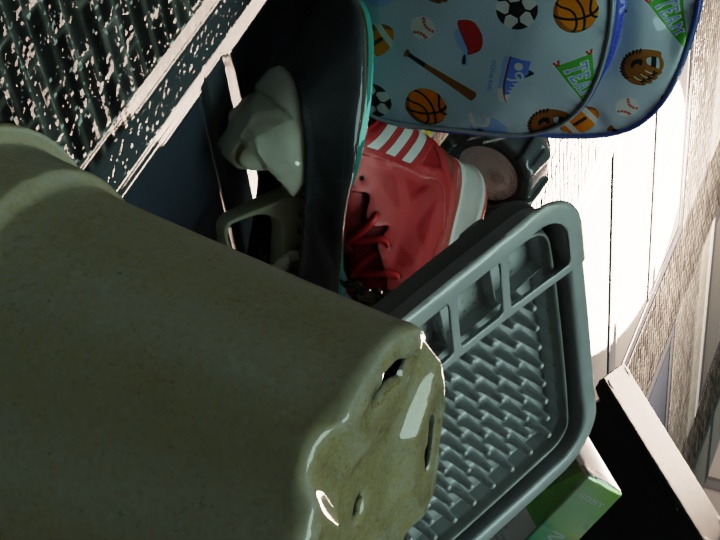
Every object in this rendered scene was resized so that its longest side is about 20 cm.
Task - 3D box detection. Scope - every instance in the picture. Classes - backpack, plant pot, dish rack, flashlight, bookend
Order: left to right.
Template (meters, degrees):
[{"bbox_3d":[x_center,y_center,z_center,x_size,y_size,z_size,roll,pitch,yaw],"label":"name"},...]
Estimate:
[{"bbox_3d":[-0.075,0.063,0.588,0.200,0.183,0.201,15,90,-71],"label":"plant pot"},{"bbox_3d":[0.043,0.065,0.796,0.172,0.044,0.200,-39,140,-23],"label":"dish rack"},{"bbox_3d":[0.083,-0.154,0.824,0.154,0.190,0.200,-79,173,-57],"label":"backpack"},{"bbox_3d":[0.114,-0.107,1.024,0.200,0.068,0.068,-51,146,-46],"label":"flashlight"},{"bbox_3d":[0.234,0.236,1.647,0.200,0.199,0.092,-35,173,22],"label":"bookend"}]

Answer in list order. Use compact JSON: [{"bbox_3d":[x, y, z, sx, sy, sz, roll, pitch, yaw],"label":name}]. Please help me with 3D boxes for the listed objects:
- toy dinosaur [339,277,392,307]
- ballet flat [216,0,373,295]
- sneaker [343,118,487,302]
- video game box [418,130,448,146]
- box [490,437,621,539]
[{"bbox_3d":[-0.021,0.049,0.783,0.200,0.047,0.088,-21,125,-33],"label":"toy dinosaur"},{"bbox_3d":[-0.037,-0.039,0.791,0.073,0.073,0.201,-36,137,-60],"label":"ballet flat"},{"bbox_3d":[0.000,0.000,0.879,0.115,0.078,0.200,35,49,-32],"label":"sneaker"},{"bbox_3d":[0.061,-0.097,1.051,0.200,0.047,0.183,-56,151,-43],"label":"video game box"},{"bbox_3d":[0.059,0.152,0.981,0.036,0.144,0.200,26,113,-32],"label":"box"}]
